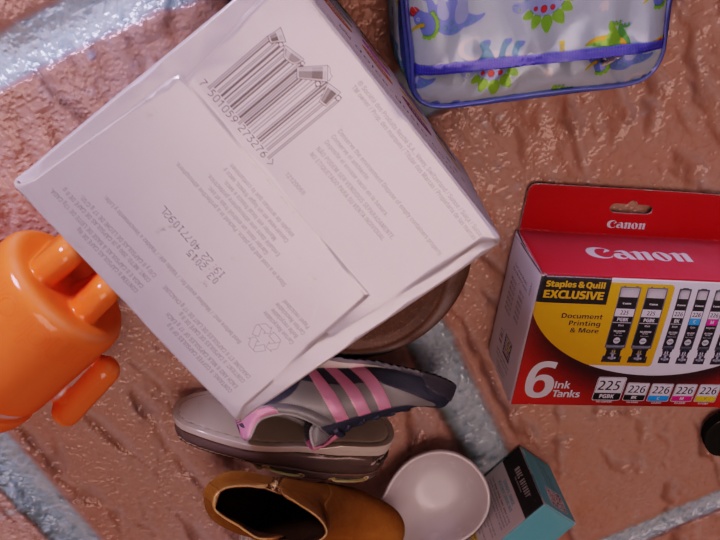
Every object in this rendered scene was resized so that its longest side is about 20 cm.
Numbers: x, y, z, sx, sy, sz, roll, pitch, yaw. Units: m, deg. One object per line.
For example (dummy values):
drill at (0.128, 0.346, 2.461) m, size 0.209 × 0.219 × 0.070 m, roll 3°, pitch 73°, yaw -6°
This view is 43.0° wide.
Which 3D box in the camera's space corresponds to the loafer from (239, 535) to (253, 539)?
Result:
loafer at (-0.103, 0.303, 0.917) m, size 0.063 × 0.072 × 0.200 m, roll 14°, pitch 112°, yaw 2°

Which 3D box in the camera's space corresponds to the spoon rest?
spoon rest at (0.038, 0.251, 0.898) m, size 0.200 × 0.061 × 0.099 m, roll -38°, pitch 98°, yaw 15°

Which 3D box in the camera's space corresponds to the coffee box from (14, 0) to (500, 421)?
coffee box at (-0.057, -0.065, 0.607) m, size 0.200 × 0.198 × 0.200 m, roll -36°, pitch 105°, yaw 12°

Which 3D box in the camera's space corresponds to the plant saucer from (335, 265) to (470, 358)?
plant saucer at (0.000, 0.000, 0.767) m, size 0.200 × 0.037 × 0.201 m, roll -4°, pitch 120°, yaw -7°

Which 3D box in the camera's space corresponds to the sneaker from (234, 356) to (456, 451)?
sneaker at (-0.015, 0.118, 0.796) m, size 0.199 × 0.070 × 0.082 m, roll 7°, pitch 78°, yaw -11°

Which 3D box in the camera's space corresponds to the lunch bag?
lunch bag at (0.120, -0.199, 0.645) m, size 0.199 × 0.083 × 0.161 m, roll -6°, pitch 123°, yaw -4°

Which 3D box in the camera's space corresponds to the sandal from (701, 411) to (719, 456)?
sandal at (0.446, 0.150, 0.916) m, size 0.200 × 0.045 × 0.075 m, roll -20°, pitch 121°, yaw 3°

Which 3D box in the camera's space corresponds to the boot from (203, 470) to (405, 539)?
boot at (-0.039, 0.221, 0.792) m, size 0.201 × 0.144 × 0.071 m, roll 16°, pitch 79°, yaw -12°

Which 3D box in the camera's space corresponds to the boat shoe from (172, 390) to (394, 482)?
boat shoe at (-0.072, 0.154, 0.827) m, size 0.199 × 0.072 × 0.060 m, roll 7°, pitch 124°, yaw -13°

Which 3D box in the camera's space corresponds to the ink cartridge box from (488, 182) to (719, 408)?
ink cartridge box at (0.229, 0.024, 0.787) m, size 0.199 × 0.084 × 0.176 m, roll 2°, pitch 119°, yaw -9°

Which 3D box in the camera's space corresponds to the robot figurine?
robot figurine at (-0.269, 0.047, 0.708) m, size 0.200 × 0.117 × 0.144 m, roll -40°, pitch 145°, yaw 14°

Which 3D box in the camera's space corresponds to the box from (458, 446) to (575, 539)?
box at (0.116, 0.275, 0.918) m, size 0.049 × 0.082 × 0.200 m, roll 35°, pitch 110°, yaw -26°
